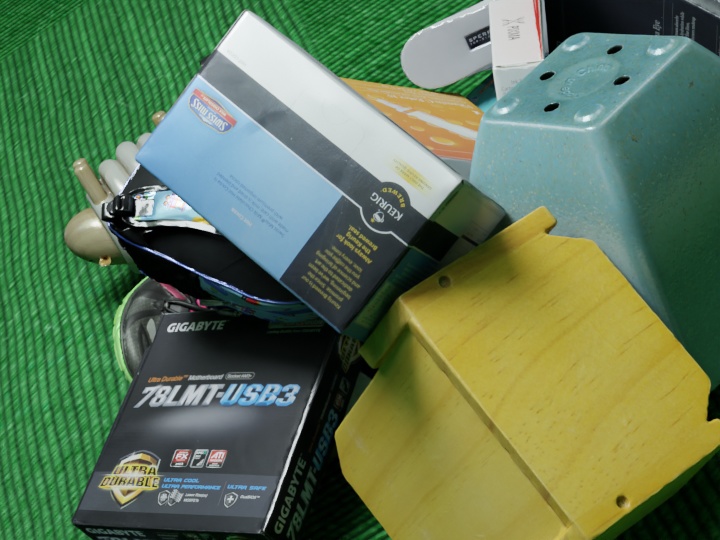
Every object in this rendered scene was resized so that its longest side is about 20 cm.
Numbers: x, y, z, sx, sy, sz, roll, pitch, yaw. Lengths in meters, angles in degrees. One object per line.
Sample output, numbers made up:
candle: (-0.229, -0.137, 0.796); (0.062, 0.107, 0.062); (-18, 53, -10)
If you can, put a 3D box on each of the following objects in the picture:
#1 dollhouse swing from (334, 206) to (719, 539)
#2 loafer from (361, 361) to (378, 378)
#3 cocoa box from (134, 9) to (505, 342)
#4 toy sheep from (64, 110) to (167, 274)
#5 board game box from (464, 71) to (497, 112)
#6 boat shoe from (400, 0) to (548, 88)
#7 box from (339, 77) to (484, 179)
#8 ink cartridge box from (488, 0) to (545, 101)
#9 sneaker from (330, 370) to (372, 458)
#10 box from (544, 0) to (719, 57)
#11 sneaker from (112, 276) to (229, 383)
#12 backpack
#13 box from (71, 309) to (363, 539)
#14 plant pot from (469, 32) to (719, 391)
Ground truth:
dollhouse swing: (0.107, 0.108, 1.368); (0.182, 0.176, 0.200); (-32, 72, -23)
loafer: (-0.026, 0.017, 1.624); (0.200, 0.072, 0.073); (24, 42, 24)
cocoa box: (-0.026, -0.057, 1.382); (0.200, 0.133, 0.131); (40, 95, 18)
toy sheep: (-0.189, -0.072, 1.907); (0.200, 0.138, 0.138); (-31, 32, -3)
board game box: (0.187, -0.142, 1.713); (0.151, 0.047, 0.200); (-43, 33, -10)
boat shoe: (0.133, -0.208, 1.744); (0.200, 0.071, 0.070); (-21, 8, 10)
box: (0.057, -0.077, 1.657); (0.200, 0.124, 0.098); (46, 126, 57)
ink cartridge box: (0.123, -0.185, 1.580); (0.045, 0.176, 0.200); (-7, 21, 5)
sneaker: (-0.066, 0.100, 1.628); (0.085, 0.073, 0.200); (-57, 30, -10)
box: (0.241, -0.197, 1.532); (0.182, 0.200, 0.104); (30, 69, 22)
sneaker: (-0.154, 0.026, 1.801); (0.084, 0.077, 0.200); (-9, 43, 42)
backpack: (-0.065, -0.045, 1.539); (0.200, 0.135, 0.183); (24, 71, 22)
box: (-0.105, 0.121, 1.555); (0.200, 0.050, 0.199); (-2, 56, 38)
plant pot: (0.190, -0.056, 1.434); (0.196, 0.200, 0.196); (-43, 31, -27)
